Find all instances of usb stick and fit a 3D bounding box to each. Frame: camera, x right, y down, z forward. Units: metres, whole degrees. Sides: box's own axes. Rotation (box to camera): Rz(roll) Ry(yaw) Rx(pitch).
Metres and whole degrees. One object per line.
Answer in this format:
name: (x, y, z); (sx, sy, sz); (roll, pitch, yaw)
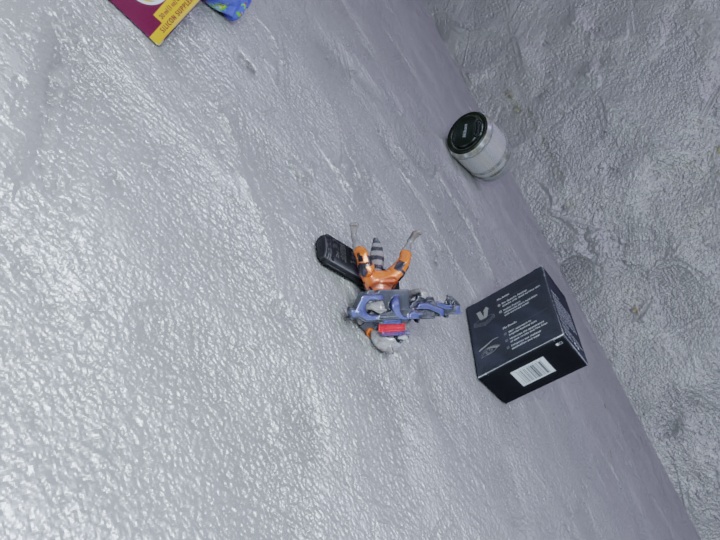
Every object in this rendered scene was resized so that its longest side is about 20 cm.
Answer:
usb stick: (0.000, 0.000, 1.018); (0.199, 0.032, 0.056); (31, 45, -45)

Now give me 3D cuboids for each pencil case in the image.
pencil case: (-0.261, -0.488, 1.016); (0.086, 0.079, 0.199); (32, 11, 33)

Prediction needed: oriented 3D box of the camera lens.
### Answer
camera lens: (0.382, -0.394, 1.974); (0.199, 0.159, 0.162); (30, 37, -44)

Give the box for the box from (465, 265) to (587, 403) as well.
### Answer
box: (0.340, 0.134, 1.292); (0.117, 0.195, 0.202); (41, 30, -31)

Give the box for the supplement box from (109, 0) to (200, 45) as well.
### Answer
supplement box: (-0.302, -0.437, 0.835); (0.199, 0.130, 0.104); (40, 31, -31)

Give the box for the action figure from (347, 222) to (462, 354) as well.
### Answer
action figure: (0.057, 0.035, 0.973); (0.196, 0.104, 0.198); (9, 76, -24)
